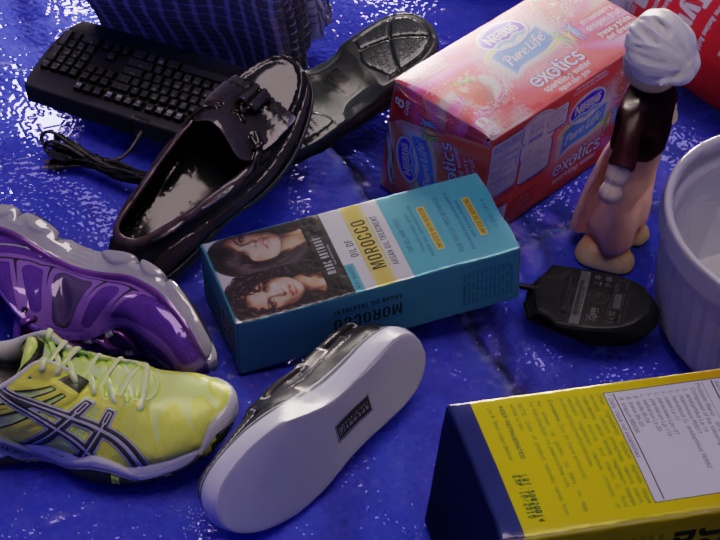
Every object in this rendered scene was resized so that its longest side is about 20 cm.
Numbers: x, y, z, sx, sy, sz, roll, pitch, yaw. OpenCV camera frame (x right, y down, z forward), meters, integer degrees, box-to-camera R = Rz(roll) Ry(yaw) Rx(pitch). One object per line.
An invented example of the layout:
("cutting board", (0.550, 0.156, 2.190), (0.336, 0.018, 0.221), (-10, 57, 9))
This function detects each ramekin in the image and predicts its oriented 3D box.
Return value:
("ramekin", (0.293, 0.004, 1.491), (0.199, 0.105, 0.201), (4, 43, -4))

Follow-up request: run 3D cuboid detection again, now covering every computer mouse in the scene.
("computer mouse", (0.105, 0.019, 1.505), (0.199, 0.034, 0.059), (12, 48, 13))

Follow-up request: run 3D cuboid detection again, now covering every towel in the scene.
("towel", (-0.116, -0.206, 1.600), (0.165, 0.200, 0.086), (10, 71, 8))

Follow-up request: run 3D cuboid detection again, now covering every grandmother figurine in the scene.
("grandmother figurine", (0.187, -0.090, 1.505), (0.060, 0.200, 0.121), (15, 42, 7))

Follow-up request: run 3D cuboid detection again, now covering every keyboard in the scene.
("keyboard", (-0.152, -0.111, 1.572), (0.199, 0.021, 0.127), (17, 63, 21))

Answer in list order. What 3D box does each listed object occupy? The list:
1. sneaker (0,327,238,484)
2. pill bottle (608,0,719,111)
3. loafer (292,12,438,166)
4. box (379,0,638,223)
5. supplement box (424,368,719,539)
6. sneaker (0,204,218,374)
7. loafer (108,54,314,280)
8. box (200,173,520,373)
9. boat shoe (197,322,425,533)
("sneaker", (-0.174, 0.079, 1.345), (0.199, 0.077, 0.076), (0, 42, 0))
("pill bottle", (0.294, -0.176, 1.683), (0.112, 0.113, 0.200), (-29, 53, -34))
("loafer", (-0.028, -0.114, 1.603), (0.200, 0.063, 0.072), (-29, 62, -11))
("box", (0.116, -0.119, 1.600), (0.095, 0.103, 0.200), (35, 49, 26))
("supplement box", (0.153, 0.142, 1.313), (0.199, 0.110, 0.109), (-6, 44, -15))
("sneaker", (-0.181, 0.032, 1.424), (0.199, 0.081, 0.084), (21, 59, 24))
("loafer", (-0.099, -0.073, 1.493), (0.072, 0.063, 0.200), (32, 71, 16))
("box", (0.000, 0.000, 1.470), (0.199, 0.049, 0.082), (-15, 47, -13))
("boat shoe", (-0.038, 0.095, 1.375), (0.056, 0.069, 0.200), (15, 37, 37))
